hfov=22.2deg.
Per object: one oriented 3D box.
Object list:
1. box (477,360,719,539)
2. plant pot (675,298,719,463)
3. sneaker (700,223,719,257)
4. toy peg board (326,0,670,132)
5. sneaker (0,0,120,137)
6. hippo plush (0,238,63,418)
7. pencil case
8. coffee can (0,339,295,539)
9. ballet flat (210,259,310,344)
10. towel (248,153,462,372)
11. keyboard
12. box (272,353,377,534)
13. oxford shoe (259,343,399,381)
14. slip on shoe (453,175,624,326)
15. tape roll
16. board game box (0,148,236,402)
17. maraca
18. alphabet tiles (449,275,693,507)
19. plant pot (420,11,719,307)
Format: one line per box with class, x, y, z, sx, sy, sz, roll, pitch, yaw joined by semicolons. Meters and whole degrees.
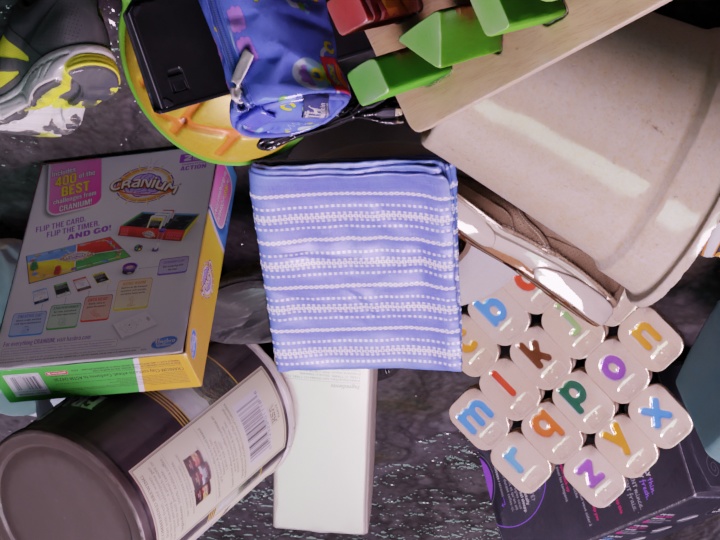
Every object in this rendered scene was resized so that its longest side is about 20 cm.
box;0.214;0.167;1.545;0.200;0.123;0.106;-30;156;37
plant pot;0.341;0.064;1.359;0.141;0.142;0.200;33;114;-28
sneaker;0.274;-0.075;1.299;0.079;0.079;0.200;17;151;-5
toy peg board;0.050;-0.204;1.071;0.199;0.098;0.200;-26;89;33
sneaker;-0.222;-0.147;1.292;0.074;0.085;0.200;3;169;-34
hippo plush;-0.267;0.060;1.518;0.199;0.160;0.161;8;177;30
pencil case;-0.068;-0.178;1.128;0.078;0.201;0.087;-21;173;39
coffee can;-0.161;0.141;1.375;0.146;0.200;0.147;14;120;27
ballet flat;-0.038;0.005;1.366;0.199;0.057;0.067;-19;126;11
towel;0.000;0.000;1.304;0.144;0.024;0.201;-1;131;5
keyboard;-0.043;-0.139;1.184;0.199;0.128;0.021;-19;178;-18
box;-0.027;0.109;1.460;0.082;0.068;0.201;5;118;3
oxford shoe;-0.062;0.058;1.530;0.199;0.073;0.084;8;167;-8
slip on shoe;0.114;-0.034;1.333;0.200;0.061;0.076;33;179;-14
tape roll;0.034;-0.042;1.405;0.202;0.037;0.203;4;140;4
board game box;-0.179;-0.001;1.356;0.152;0.201;0.040;-5;140;15
maraca;-0.101;-0.162;1.229;0.136;0.107;0.201;-20;112;10
alphabet tiles;0.163;0.086;1.467;0.196;0.015;0.200;45;119;5
plant pot;0.148;-0.105;1.211;0.183;0.201;0.201;26;139;-5
